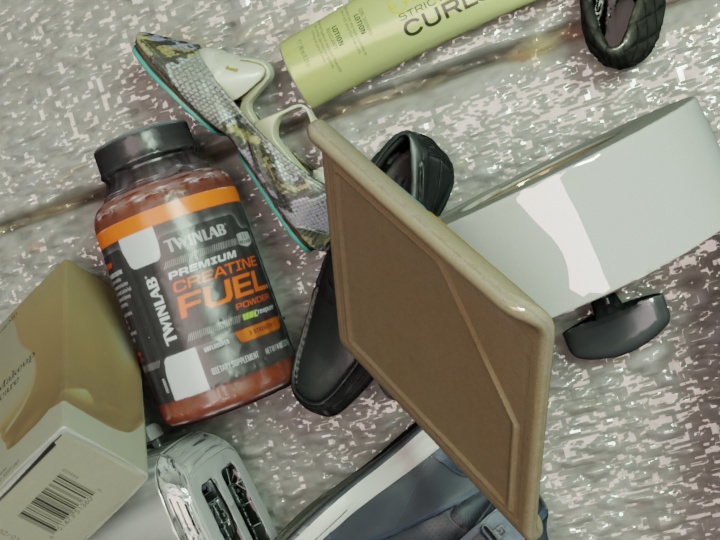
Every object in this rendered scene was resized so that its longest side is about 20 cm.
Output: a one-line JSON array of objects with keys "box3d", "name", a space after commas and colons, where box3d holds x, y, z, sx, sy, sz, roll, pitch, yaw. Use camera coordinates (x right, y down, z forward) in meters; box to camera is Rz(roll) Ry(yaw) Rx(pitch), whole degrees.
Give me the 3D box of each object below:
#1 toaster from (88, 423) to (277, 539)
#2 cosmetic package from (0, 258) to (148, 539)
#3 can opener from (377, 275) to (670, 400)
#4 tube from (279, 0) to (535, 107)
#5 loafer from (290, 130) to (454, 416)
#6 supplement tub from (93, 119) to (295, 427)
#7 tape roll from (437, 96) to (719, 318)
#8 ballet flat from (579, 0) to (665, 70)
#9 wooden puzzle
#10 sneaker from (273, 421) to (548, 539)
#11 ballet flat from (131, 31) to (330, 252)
[{"box3d": [-0.133, 0.214, 0.804, 0.128, 0.114, 0.202, -25, 89, 19], "name": "toaster"}, {"box3d": [-0.208, 0.092, 0.772, 0.105, 0.200, 0.071, -44, 121, 13], "name": "cosmetic package"}, {"box3d": [0.109, 0.052, 0.761, 0.199, 0.053, 0.067, -26, 88, 17], "name": "can opener"}, {"box3d": [0.040, -0.180, 0.760, 0.199, 0.052, 0.058, -26, 116, 11], "name": "tube"}, {"box3d": [0.000, 0.000, 0.754, 0.068, 0.070, 0.202, 23, 87, 27], "name": "loafer"}, {"box3d": [-0.122, 0.000, 0.789, 0.106, 0.107, 0.202, -20, 90, 15], "name": "supplement tub"}, {"box3d": [0.122, -0.029, 0.672, 0.201, 0.202, 0.071, -27, 93, 15], "name": "tape roll"}, {"box3d": [0.171, -0.231, 0.714, 0.066, 0.057, 0.202, -2, 95, 14], "name": "ballet flat"}, {"box3d": [0.042, 0.032, 0.611, 0.037, 0.201, 0.185, -30, 50, -19], "name": "wooden puzzle"}, {"box3d": [0.036, 0.197, 0.758, 0.202, 0.077, 0.147, -35, 88, -9], "name": "sneaker"}, {"box3d": [-0.073, -0.106, 0.786, 0.072, 0.072, 0.201, -41, 90, 14], "name": "ballet flat"}]
